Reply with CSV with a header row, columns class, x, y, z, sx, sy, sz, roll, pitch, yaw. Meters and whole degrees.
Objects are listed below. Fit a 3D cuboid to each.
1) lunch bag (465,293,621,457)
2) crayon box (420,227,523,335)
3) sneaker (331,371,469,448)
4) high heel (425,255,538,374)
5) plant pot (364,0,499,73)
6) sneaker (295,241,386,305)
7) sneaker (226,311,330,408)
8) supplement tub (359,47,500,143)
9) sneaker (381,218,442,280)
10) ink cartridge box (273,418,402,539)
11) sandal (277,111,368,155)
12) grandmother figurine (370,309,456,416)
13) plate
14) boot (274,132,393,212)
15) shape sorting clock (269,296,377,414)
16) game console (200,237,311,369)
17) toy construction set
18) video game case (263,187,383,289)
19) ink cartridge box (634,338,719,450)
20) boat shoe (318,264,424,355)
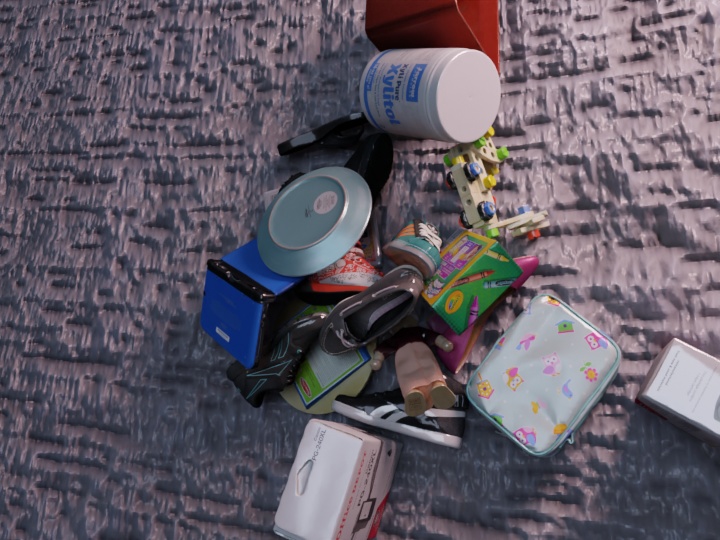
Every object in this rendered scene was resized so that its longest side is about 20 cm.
class,x,y,z,sx,sy,sz,roll,pitch,yaw
lunch bag,0.254,0.151,0.881,0.160,0.077,0.201,39,90,23
crayon box,0.140,0.009,0.897,0.119,0.200,0.058,-45,100,3
sneaker,0.063,0.184,0.943,0.197,0.073,0.114,13,75,10
high heel,0.190,0.063,0.928,0.199,0.067,0.097,-34,57,13
plant pot,0.114,-0.435,1.045,0.174,0.199,0.204,-6,73,29
sneaker,-0.001,-0.001,0.979,0.198,0.067,0.109,2,61,27
sneaker,-0.114,0.136,0.986,0.199,0.075,0.080,-36,76,17
supplement tub,0.100,-0.269,0.967,0.199,0.131,0.133,25,83,53
sneaker,0.086,-0.041,0.939,0.071,0.200,0.080,44,87,-11
ink cartridge box,-0.022,0.291,0.869,0.082,0.200,0.147,15,80,22
sandal,-0.050,-0.230,1.109,0.198,0.075,0.049,-18,95,22
grandmother figurine,0.072,0.120,0.917,0.119,0.061,0.201,-6,33,-3
plate,-0.077,-0.083,0.962,0.197,0.026,0.203,-15,52,20
boot,-0.045,-0.144,1.049,0.160,0.074,0.201,4,60,32
shape sorting clock,-0.062,0.127,1.018,0.197,0.039,0.204,-7,71,22
game console,-0.159,0.040,1.013,0.199,0.117,0.174,25,108,51
toy construction set,0.197,-0.124,0.966,0.092,0.130,0.202,-43,68,37
video game case,-0.068,-0.072,1.087,0.197,0.024,0.185,-13,71,15
ink cartridge box,0.447,0.173,0.769,0.198,0.148,0.087,28,86,23
boat shoe,0.007,0.066,0.891,0.067,0.057,0.199,43,117,-15
